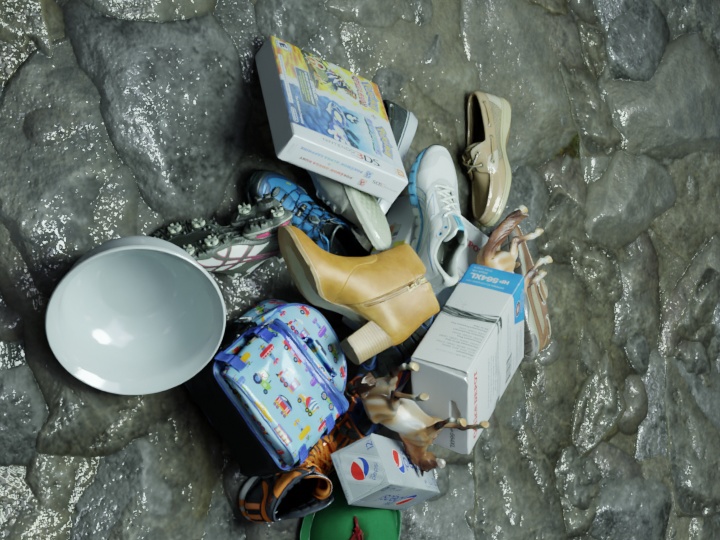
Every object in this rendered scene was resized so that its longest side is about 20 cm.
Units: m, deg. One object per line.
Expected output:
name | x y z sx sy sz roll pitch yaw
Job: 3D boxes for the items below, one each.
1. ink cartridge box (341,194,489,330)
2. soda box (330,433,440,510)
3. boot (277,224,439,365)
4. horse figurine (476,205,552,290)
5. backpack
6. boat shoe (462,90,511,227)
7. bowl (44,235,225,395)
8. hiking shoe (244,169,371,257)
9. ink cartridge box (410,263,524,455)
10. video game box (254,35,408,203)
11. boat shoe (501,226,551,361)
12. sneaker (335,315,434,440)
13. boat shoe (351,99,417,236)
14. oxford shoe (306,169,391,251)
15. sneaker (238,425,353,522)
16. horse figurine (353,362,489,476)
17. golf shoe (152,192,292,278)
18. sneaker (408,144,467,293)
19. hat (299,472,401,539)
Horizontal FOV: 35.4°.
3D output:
ink cartridge box | 0.082 0.016 1.553 0.144 0.083 0.202 35 67 -28
soda box | 0.035 0.260 1.440 0.200 0.063 0.069 31 34 -65
boot | 0.001 0.000 1.391 0.143 0.071 0.203 -35 95 -23
horse figurine | 0.206 0.000 1.553 0.132 0.050 0.201 -43 137 -18
backpack | -0.093 0.128 1.382 0.200 0.134 0.184 -41 103 -38
boat shoe | 0.178 -0.163 1.652 0.064 0.071 0.203 13 70 -27
bowl | -0.255 0.036 1.281 0.197 0.091 0.204 -6 123 -8
hiking shoe | -0.061 -0.064 1.455 0.200 0.086 0.075 41 64 -26
ink cartridge box | 0.142 0.112 1.460 0.200 0.083 0.148 -51 147 -43
video game box | -0.038 -0.195 1.446 0.180 0.047 0.202 21 38 -35
boat shoe | 0.239 0.030 1.678 0.071 0.075 0.204 -17 102 -42
sneaker | 0.035 0.125 1.453 0.202 0.075 0.078 -59 156 2
boat shoe | 0.020 -0.142 1.538 0.056 0.068 0.202 33 62 -25
oxford shoe | -0.025 -0.102 1.465 0.201 0.058 0.075 57 15 17
sneaker | -0.053 0.251 1.416 0.200 0.111 0.078 -43 110 -30
horse figurine | 0.058 0.173 1.368 0.199 0.132 0.050 38 51 -26
golf shoe | -0.173 -0.021 1.376 0.197 0.077 0.089 -17 131 -18
sneaker | 0.111 -0.069 1.479 0.074 0.086 0.204 6 80 -32
hat | 0.030 0.354 1.427 0.165 0.175 0.202 36 66 -28
